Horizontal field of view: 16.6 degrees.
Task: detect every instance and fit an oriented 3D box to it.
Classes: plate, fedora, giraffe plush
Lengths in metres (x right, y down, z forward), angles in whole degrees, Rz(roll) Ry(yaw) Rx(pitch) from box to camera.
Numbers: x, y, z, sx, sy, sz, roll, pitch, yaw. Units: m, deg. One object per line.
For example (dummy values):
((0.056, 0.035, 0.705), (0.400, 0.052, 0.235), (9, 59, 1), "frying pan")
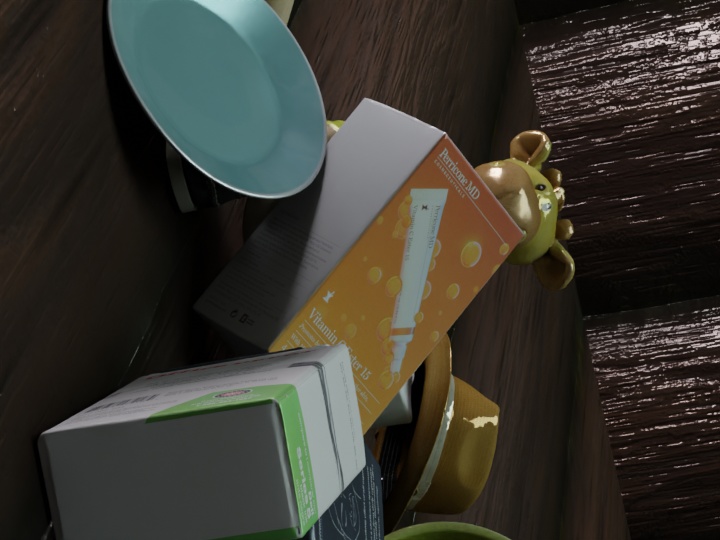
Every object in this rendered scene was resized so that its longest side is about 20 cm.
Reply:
((-0.103, -0.133, 1.705), (0.200, 0.026, 0.201), (30, 43, -33), "plate")
((0.067, 0.150, 2.117), (0.201, 0.081, 0.202), (-165, -90, -80), "fedora")
((0.083, -0.034, 1.939), (0.200, 0.161, 0.174), (-65, 143, -72), "giraffe plush")

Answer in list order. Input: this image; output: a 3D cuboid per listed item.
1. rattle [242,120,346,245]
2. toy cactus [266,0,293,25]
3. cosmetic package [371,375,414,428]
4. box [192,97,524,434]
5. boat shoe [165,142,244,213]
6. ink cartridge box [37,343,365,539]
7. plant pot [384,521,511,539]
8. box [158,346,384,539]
((-0.068, -0.027, 1.840), (0.130, 0.142, 0.201), (-35, 138, -51), "rattle")
((-0.061, -0.273, 2.011), (0.200, 0.101, 0.166), (-138, -126, -67), "toy cactus")
((-0.016, 0.028, 2.025), (0.113, 0.080, 0.201), (-87, 164, -47), "cosmetic package")
((0.000, 0.000, 1.753), (0.097, 0.200, 0.124), (27, -16, 48), "box")
((-0.099, -0.124, 1.787), (0.072, 0.067, 0.201), (66, 17, -45), "boat shoe")
((-0.087, 0.107, 1.456), (0.200, 0.144, 0.085), (-31, 111, -77), "ink cartridge box")
((0.070, 0.329, 1.987), (0.185, 0.199, 0.202), (81, 4, -64), "plant pot")
((-0.056, 0.167, 1.653), (0.200, 0.106, 0.149), (63, 22, -58), "box")
